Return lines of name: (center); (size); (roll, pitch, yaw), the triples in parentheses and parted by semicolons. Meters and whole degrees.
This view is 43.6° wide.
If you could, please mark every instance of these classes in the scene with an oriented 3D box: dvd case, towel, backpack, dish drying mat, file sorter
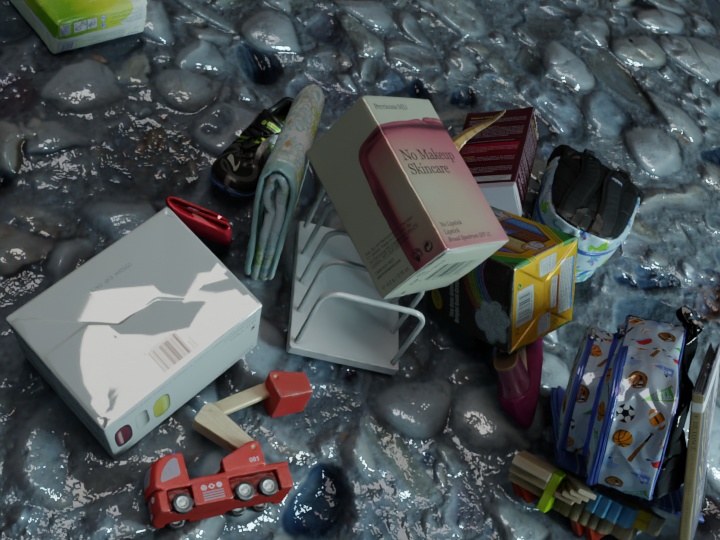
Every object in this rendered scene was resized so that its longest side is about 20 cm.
dvd case: (0.384, 0.200, 1.017); (0.016, 0.200, 0.149); (7, 20, 26)
towel: (0.328, 0.226, 1.126); (0.200, 0.024, 0.145); (22, 32, -6)
backpack: (0.306, 0.157, 1.024); (0.154, 0.200, 0.191); (5, 23, 13)
backpack: (0.324, -0.078, 1.326); (0.163, 0.154, 0.200); (31, 26, -1)
dish drying mat: (-0.185, -0.055, 1.048); (0.077, 0.200, 0.018); (22, 85, -6)
file sorter: (0.000, 0.000, 1.108); (0.139, 0.125, 0.200); (14, 49, -15)
towel: (-0.097, -0.105, 1.108); (0.048, 0.200, 0.171); (16, 47, -5)

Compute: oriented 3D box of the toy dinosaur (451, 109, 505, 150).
toy dinosaur: (0.118, -0.167, 1.322); (0.200, 0.060, 0.106); (-48, 52, -5)

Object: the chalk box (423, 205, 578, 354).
chalk box: (0.162, -0.001, 1.166); (0.124, 0.125, 0.200); (-21, 33, -33)

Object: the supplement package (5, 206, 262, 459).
supplement package: (-0.229, 0.064, 0.940); (0.200, 0.111, 0.156); (-39, 76, -24)

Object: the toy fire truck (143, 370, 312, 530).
toy fire truck: (-0.137, 0.186, 0.957); (0.200, 0.049, 0.141); (-5, 56, -26)

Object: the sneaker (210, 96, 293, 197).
sneaker: (-0.140, -0.172, 1.220); (0.071, 0.083, 0.200); (30, 48, 2)

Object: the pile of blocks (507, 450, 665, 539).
pile of blocks: (0.255, 0.278, 1.043); (0.200, 0.062, 0.082); (24, 3, -1)

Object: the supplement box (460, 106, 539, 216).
supplement box: (0.198, -0.162, 1.347); (0.109, 0.061, 0.200); (-1, 43, 24)

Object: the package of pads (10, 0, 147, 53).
package of pads: (-0.420, -0.409, 1.295); (0.154, 0.068, 0.200); (-28, 69, -36)

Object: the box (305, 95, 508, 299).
box: (0.052, -0.084, 1.012); (0.128, 0.109, 0.200); (-10, 67, -49)

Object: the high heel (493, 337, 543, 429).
high heel: (0.213, 0.116, 1.186); (0.200, 0.067, 0.096); (-53, 128, -53)
